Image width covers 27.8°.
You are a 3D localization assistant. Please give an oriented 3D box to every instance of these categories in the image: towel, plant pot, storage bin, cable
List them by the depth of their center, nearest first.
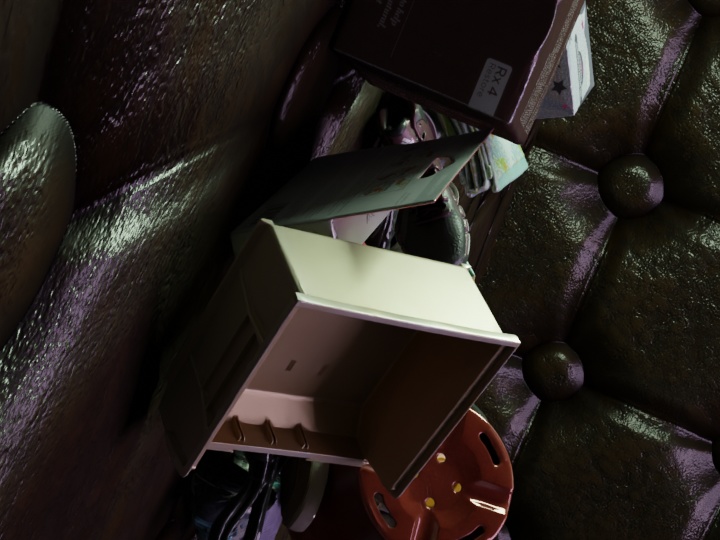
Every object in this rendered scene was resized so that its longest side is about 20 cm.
[{"bbox_3d":[-0.024,0.077,1.099,0.199,0.199,0.094,-56,-139,30],"label":"storage bin"},{"bbox_3d":[-0.093,0.173,1.320,0.097,0.050,0.202,20,80,-44],"label":"cable"},{"bbox_3d":[0.044,0.211,1.384,0.202,0.200,0.195,-63,-173,-20],"label":"plant pot"},{"bbox_3d":[0.131,-0.177,1.657,0.200,0.048,0.172,-35,106,-71],"label":"towel"}]

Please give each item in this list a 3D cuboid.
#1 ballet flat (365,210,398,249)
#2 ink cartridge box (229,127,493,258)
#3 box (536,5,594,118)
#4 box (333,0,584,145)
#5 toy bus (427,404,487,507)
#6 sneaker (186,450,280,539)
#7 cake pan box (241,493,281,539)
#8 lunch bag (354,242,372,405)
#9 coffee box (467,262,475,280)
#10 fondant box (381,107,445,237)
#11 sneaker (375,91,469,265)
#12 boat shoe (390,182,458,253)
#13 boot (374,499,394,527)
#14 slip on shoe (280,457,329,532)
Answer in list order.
[{"bbox_3d":[0.000,0.000,1.433,0.057,0.066,0.201,-21,137,-58],"label":"ballet flat"},{"bbox_3d":[0.009,-0.057,1.183,0.200,0.172,0.044,-50,129,-61],"label":"ink cartridge box"},{"bbox_3d":[0.179,-0.272,1.558,0.132,0.114,0.202,-50,133,-62],"label":"box"},{"bbox_3d":[0.094,-0.222,1.271,0.200,0.163,0.167,8,106,-80],"label":"box"},{"bbox_3d":[0.020,0.160,1.600,0.191,0.200,0.136,27,104,-46],"label":"toy bus"},{"bbox_3d":[-0.125,0.232,1.400,0.087,0.077,0.200,-60,169,3],"label":"sneaker"},{"bbox_3d":[-0.126,0.284,1.600,0.185,0.052,0.200,-65,171,2],"label":"cake pan box"},{"bbox_3d":[-0.025,0.036,1.307,0.177,0.081,0.200,67,16,-1],"label":"lunch bag"},{"bbox_3d":[0.041,0.047,1.678,0.199,0.044,0.123,-34,174,0],"label":"coffee box"},{"bbox_3d":[0.042,-0.081,1.655,0.144,0.058,0.201,-41,151,-70],"label":"fondant box"},{"bbox_3d":[0.052,-0.095,1.474,0.116,0.075,0.201,56,16,-66],"label":"sneaker"},{"bbox_3d":[0.054,-0.005,1.538,0.063,0.072,0.201,99,13,-62],"label":"boat shoe"},{"bbox_3d":[-0.005,0.270,1.625,0.200,0.154,0.072,92,23,-69],"label":"boot"},{"bbox_3d":[-0.065,0.149,1.386,0.076,0.060,0.201,137,-35,-54],"label":"slip on shoe"}]
